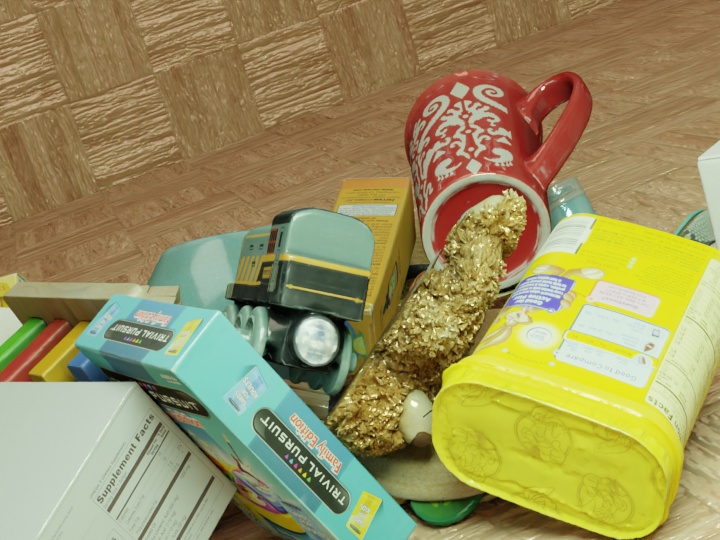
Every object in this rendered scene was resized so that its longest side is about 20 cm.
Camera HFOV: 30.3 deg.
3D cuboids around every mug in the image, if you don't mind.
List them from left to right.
[{"bbox_3d":[0.112,-0.095,1.155,0.132,0.179,0.201,22,27,-9],"label":"mug"}]

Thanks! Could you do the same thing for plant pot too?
[{"bbox_3d":[-0.112,0.041,1.144,0.197,0.137,0.200,-12,-4,-1],"label":"plant pot"}]

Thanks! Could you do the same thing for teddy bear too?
[{"bbox_3d":[0.054,0.038,0.868,0.201,0.066,0.145,-56,-2,-27],"label":"teddy bear"}]

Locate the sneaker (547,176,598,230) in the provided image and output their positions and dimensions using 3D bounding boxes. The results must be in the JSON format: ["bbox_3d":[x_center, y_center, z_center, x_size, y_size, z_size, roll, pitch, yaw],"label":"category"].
[{"bbox_3d":[0.197,-0.028,1.295,0.073,0.083,0.200,-26,-9,5],"label":"sneaker"}]

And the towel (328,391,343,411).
[{"bbox_3d":[0.063,0.098,1.058,0.198,0.024,0.146,-2,22,47],"label":"towel"}]

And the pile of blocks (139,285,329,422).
[{"bbox_3d":[-0.109,0.089,1.003,0.083,0.199,0.062,-53,10,15],"label":"pile of blocks"}]

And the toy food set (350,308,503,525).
[{"bbox_3d":[0.079,0.099,0.934,0.196,0.049,0.200,3,38,39],"label":"toy food set"}]

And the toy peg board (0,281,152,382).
[{"bbox_3d":[-0.191,0.118,0.995,0.198,0.201,0.098,1,40,50],"label":"toy peg board"}]

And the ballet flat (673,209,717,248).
[{"bbox_3d":[0.257,0.016,1.060,0.071,0.070,0.199,19,40,38],"label":"ballet flat"}]

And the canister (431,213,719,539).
[{"bbox_3d":[0.151,0.056,0.837,0.147,0.088,0.200,17,40,21],"label":"canister"}]

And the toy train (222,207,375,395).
[{"bbox_3d":[-0.047,0.019,0.900,0.084,0.116,0.200,13,-4,-15],"label":"toy train"}]

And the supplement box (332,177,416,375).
[{"bbox_3d":[0.000,0.000,1.079,0.068,0.067,0.201,0,32,10],"label":"supplement box"}]

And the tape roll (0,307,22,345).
[{"bbox_3d":[-0.324,0.131,1.127,0.200,0.206,0.037,-16,-28,10],"label":"tape roll"}]

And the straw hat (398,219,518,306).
[{"bbox_3d":[0.063,0.030,1.189,0.197,0.086,0.202,-3,25,1],"label":"straw hat"}]

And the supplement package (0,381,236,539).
[{"bbox_3d":[-0.209,0.165,0.858,0.198,0.111,0.157,-4,46,43],"label":"supplement package"}]

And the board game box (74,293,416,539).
[{"bbox_3d":[-0.075,0.104,0.846,0.047,0.200,0.150,-51,27,-20],"label":"board game box"}]

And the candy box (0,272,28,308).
[{"bbox_3d":[-0.346,0.113,1.197,0.115,0.057,0.203,-16,58,10],"label":"candy box"}]

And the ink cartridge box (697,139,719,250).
[{"bbox_3d":[0.372,-0.047,0.958,0.198,0.149,0.146,-5,19,40],"label":"ink cartridge box"}]
